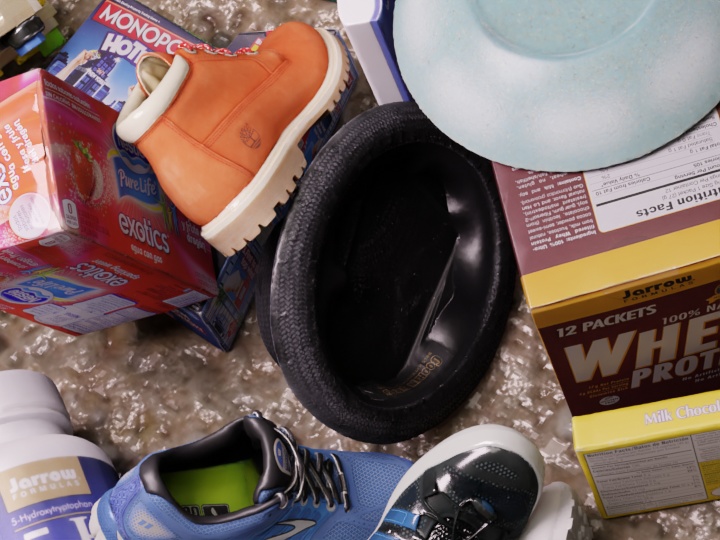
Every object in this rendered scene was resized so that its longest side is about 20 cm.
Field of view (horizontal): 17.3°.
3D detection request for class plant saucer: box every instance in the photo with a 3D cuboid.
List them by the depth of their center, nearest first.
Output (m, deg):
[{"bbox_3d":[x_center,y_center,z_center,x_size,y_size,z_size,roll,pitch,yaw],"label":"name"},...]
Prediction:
[{"bbox_3d":[0.111,-0.149,1.250,0.201,0.039,0.201,-6,63,13],"label":"plant saucer"}]

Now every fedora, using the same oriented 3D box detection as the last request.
[{"bbox_3d":[0.000,0.000,1.385,0.092,0.201,0.201,2,62,48],"label":"fedora"}]

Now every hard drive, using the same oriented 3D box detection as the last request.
[{"bbox_3d":[0.019,-0.153,1.407,0.025,0.200,0.132,-8,64,10],"label":"hard drive"}]

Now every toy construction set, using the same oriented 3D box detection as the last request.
[{"bbox_3d":[-0.260,-0.125,1.486,0.131,0.092,0.200,-27,26,43],"label":"toy construction set"}]

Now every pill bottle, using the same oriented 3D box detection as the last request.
[{"bbox_3d":[-0.185,0.163,1.356,0.120,0.120,0.200,-27,62,1],"label":"pill bottle"}]

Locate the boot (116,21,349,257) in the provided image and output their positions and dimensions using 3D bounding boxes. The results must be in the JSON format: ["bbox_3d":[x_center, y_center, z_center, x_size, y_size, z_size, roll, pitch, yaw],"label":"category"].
[{"bbox_3d":[-0.074,-0.104,1.357,0.075,0.107,0.200,-41,15,33],"label":"boot"}]

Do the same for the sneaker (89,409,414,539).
[{"bbox_3d":[-0.046,0.127,1.320,0.200,0.089,0.079,-3,56,-31],"label":"sneaker"}]

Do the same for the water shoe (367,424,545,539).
[{"bbox_3d":[0.032,0.170,1.288,0.200,0.071,0.079,-48,22,24],"label":"water shoe"}]

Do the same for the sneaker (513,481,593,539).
[{"bbox_3d":[0.081,0.209,1.298,0.080,0.076,0.200,0,63,26],"label":"sneaker"}]

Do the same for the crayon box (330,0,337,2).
[{"bbox_3d":[-0.040,-0.244,1.465,0.119,0.200,0.058,16,70,21],"label":"crayon box"}]

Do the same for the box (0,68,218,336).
[{"bbox_3d":[-0.169,-0.033,1.330,0.100,0.200,0.096,-16,74,18],"label":"box"}]

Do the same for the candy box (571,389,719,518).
[{"bbox_3d":[0.221,0.092,1.297,0.200,0.102,0.026,-11,58,9],"label":"candy box"}]

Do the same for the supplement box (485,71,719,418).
[{"bbox_3d":[0.151,-0.041,1.323,0.133,0.197,0.200,-16,62,7],"label":"supplement box"}]

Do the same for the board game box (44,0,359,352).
[{"bbox_3d":[-0.105,-0.085,1.485,0.200,0.062,0.200,33,76,25],"label":"board game box"}]
